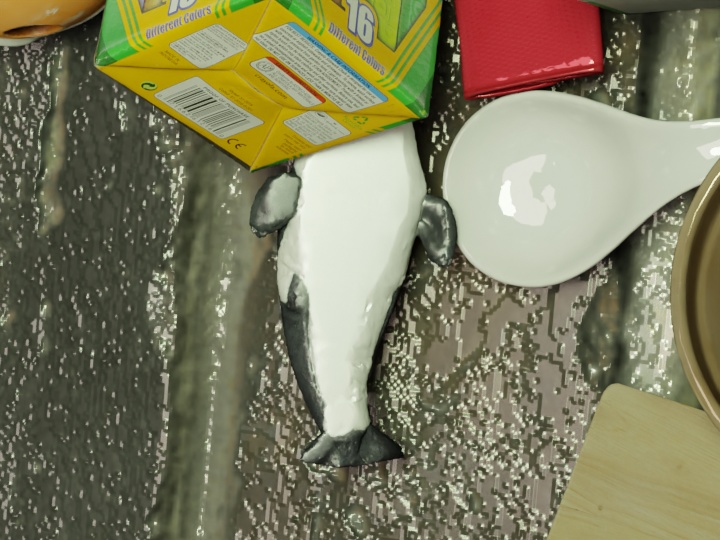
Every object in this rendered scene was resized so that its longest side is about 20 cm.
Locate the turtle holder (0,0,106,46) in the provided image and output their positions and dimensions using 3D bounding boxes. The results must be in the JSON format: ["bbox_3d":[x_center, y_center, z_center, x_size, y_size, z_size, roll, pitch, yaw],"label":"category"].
[{"bbox_3d":[-0.199,-0.208,1.188,0.185,0.141,0.132,36,121,8],"label":"turtle holder"}]

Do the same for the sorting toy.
[{"bbox_3d":[0.181,0.183,1.049,0.199,0.070,0.200,18,74,20],"label":"sorting toy"}]

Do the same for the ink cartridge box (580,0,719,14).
[{"bbox_3d":[0.139,-0.229,1.046,0.087,0.145,0.201,-1,92,23],"label":"ink cartridge box"}]

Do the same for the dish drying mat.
[{"bbox_3d":[0.080,-0.191,1.123,0.076,0.018,0.201,-9,79,22],"label":"dish drying mat"}]

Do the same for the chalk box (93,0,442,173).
[{"bbox_3d":[-0.036,-0.174,1.099,0.123,0.124,0.201,-15,56,37],"label":"chalk box"}]

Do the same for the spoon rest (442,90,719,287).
[{"bbox_3d":[0.133,-0.051,1.098,0.199,0.061,0.100,-12,86,21],"label":"spoon rest"}]

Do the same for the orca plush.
[{"bbox_3d":[0.000,0.000,1.156,0.105,0.071,0.201,-10,93,-1],"label":"orca plush"}]

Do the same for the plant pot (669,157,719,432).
[{"bbox_3d":[0.250,0.016,1.025,0.200,0.093,0.202,-3,78,17],"label":"plant pot"}]
